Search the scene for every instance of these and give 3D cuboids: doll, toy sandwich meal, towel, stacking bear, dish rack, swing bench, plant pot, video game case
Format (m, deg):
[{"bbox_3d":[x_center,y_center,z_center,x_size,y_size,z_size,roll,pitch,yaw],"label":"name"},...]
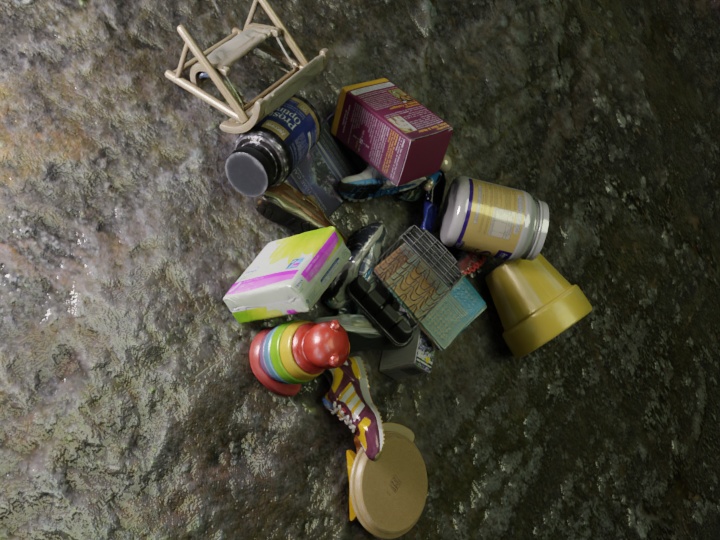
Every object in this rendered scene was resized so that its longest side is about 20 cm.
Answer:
[{"bbox_3d":[0.152,-0.144,1.724,0.136,0.047,0.205,37,64,-73],"label":"doll"},{"bbox_3d":[0.042,0.384,1.515,0.202,0.070,0.211,9,76,-37],"label":"toy sandwich meal"},{"bbox_3d":[0.135,0.035,1.571,0.146,0.022,0.201,-38,83,-27],"label":"towel"},{"bbox_3d":[-0.091,0.134,1.377,0.112,0.198,0.125,18,67,-34],"label":"stacking bear"},{"bbox_3d":[0.088,0.019,1.523,0.153,0.055,0.200,45,62,3],"label":"dish rack"},{"bbox_3d":[-0.193,-0.354,1.428,0.200,0.130,0.199,43,53,3],"label":"swing bench"},{"bbox_3d":[0.374,0.060,1.807,0.199,0.200,0.191,-26,80,-41],"label":"plant pot"},{"bbox_3d":[-0.061,-0.205,1.612,0.144,0.019,0.200,54,52,-15],"label":"video game case"}]

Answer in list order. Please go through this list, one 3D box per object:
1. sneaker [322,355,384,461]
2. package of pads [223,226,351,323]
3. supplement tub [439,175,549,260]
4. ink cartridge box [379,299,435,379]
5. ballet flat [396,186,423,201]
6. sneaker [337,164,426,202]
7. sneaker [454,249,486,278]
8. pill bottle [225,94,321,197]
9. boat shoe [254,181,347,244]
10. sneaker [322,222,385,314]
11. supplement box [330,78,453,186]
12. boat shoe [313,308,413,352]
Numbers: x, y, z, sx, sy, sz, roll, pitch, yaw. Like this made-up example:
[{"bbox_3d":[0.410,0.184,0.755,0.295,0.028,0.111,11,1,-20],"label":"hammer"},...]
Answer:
[{"bbox_3d":[-0.020,0.249,1.468,0.088,0.076,0.203,-5,53,-20],"label":"sneaker"},{"bbox_3d":[-0.123,0.006,1.384,0.069,0.197,0.155,54,50,-23],"label":"package of pads"},{"bbox_3d":[0.273,-0.103,1.699,0.195,0.146,0.149,13,68,-7],"label":"supplement tub"},{"bbox_3d":[0.104,0.104,1.610,0.050,0.108,0.204,29,61,-30],"label":"ink cartridge box"},{"bbox_3d":[0.077,-0.242,1.708,0.073,0.074,0.205,-15,87,-41],"label":"ballet flat"},{"bbox_3d":[0.034,-0.193,1.630,0.196,0.075,0.088,-12,75,-33],"label":"sneaker"},{"bbox_3d":[0.235,-0.046,1.788,0.099,0.070,0.200,52,55,-7],"label":"sneaker"},{"bbox_3d":[-0.154,-0.218,1.454,0.113,0.111,0.201,51,41,-17],"label":"pill bottle"},{"bbox_3d":[-0.102,-0.106,1.516,0.198,0.075,0.075,34,55,-29],"label":"boat shoe"},{"bbox_3d":[0.000,0.000,1.582,0.086,0.077,0.202,43,64,-30],"label":"sneaker"},{"bbox_3d":[0.058,-0.270,1.587,0.129,0.105,0.200,-21,51,-40],"label":"supplement box"},{"bbox_3d":[0.000,0.106,1.529,0.197,0.075,0.066,0,52,-14],"label":"boat shoe"}]
